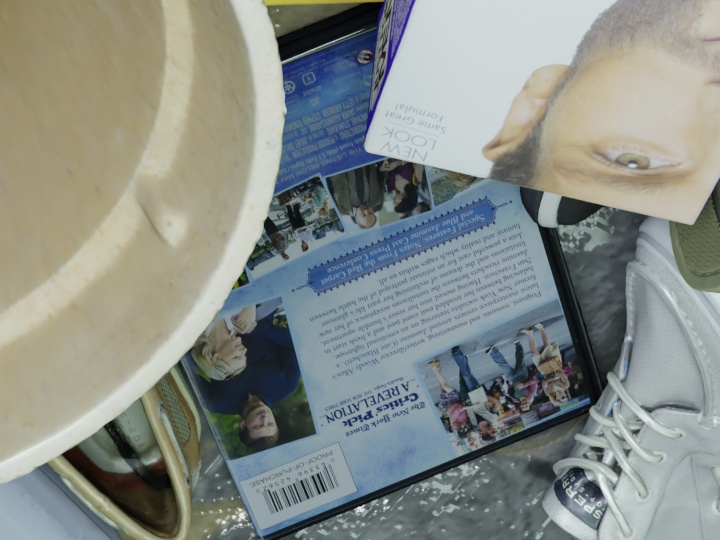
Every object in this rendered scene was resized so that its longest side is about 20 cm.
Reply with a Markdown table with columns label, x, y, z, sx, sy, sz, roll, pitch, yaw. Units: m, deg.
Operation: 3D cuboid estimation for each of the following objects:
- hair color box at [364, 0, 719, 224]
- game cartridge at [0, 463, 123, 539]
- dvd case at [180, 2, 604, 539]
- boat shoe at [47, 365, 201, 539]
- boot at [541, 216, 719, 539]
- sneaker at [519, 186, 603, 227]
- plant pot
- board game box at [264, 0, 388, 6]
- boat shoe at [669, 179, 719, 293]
| label | x | y | z | sx | sy | sz | roll | pitch | yaw |
| --- | --- | --- | --- | --- | --- | --- | --- | --- | --- |
| hair color box | 0.077 | -0.103 | 0.700 | 0.109 | 0.065 | 0.200 | 12 | 144 | -6 |
| game cartridge | -0.194 | 0.118 | 0.884 | 0.200 | 0.041 | 0.133 | -30 | 124 | 13 |
| dvd case | 0.000 | 0.000 | 0.883 | 0.143 | 0.018 | 0.200 | -22 | 127 | -3 |
| boat shoe | -0.106 | 0.018 | 0.825 | 0.072 | 0.076 | 0.200 | -33 | 127 | 7 |
| boot | 0.110 | 0.064 | 0.910 | 0.096 | 0.074 | 0.200 | -34 | 139 | -6 |
| sneaker | 0.144 | -0.065 | 0.826 | 0.200 | 0.083 | 0.072 | -38 | 170 | 10 |
| plant pot | -0.143 | -0.070 | 0.624 | 0.200 | 0.184 | 0.201 | -13 | 129 | -16 |
| board game box | -0.044 | -0.153 | 0.745 | 0.200 | 0.040 | 0.153 | -4 | 126 | -15 |
| boat shoe | 0.164 | -0.059 | 0.754 | 0.068 | 0.075 | 0.200 | 5 | 140 | -26 |
